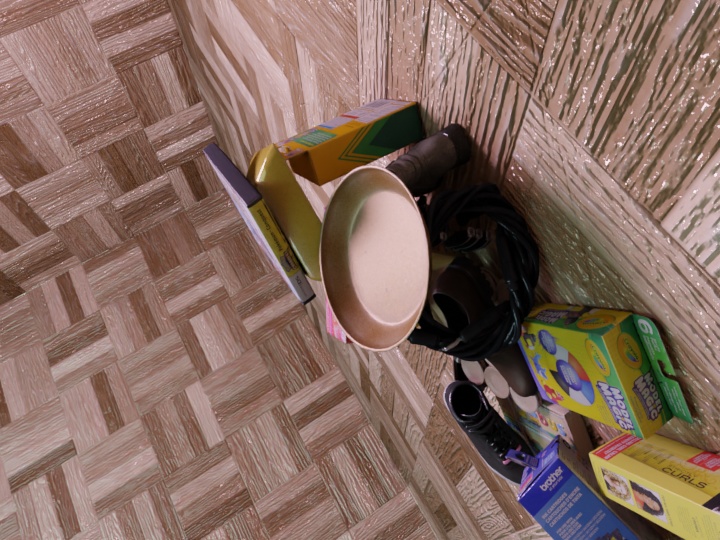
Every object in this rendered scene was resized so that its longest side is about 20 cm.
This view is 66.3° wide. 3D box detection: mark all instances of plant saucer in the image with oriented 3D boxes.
[{"bbox_3d":[0.020,-0.013,0.626,0.197,0.035,0.209,8,100,52],"label":"plant saucer"},{"bbox_3d":[-0.100,-0.069,0.775,0.204,0.048,0.199,60,170,-16],"label":"plant saucer"}]

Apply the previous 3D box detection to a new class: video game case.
[{"bbox_3d":[-0.145,-0.068,0.782,0.200,0.025,0.183,46,165,47],"label":"video game case"}]

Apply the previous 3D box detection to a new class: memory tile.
[{"bbox_3d":[0.185,0.090,0.775,0.152,0.016,0.206,20,129,55],"label":"memory tile"}]

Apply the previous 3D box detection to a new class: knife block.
[{"bbox_3d":[0.116,-0.045,0.756,0.170,0.067,0.198,2,170,30],"label":"knife block"}]

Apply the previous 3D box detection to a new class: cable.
[{"bbox_3d":[0.126,0.004,0.628,0.158,0.206,0.051,20,-169,4],"label":"cable"}]

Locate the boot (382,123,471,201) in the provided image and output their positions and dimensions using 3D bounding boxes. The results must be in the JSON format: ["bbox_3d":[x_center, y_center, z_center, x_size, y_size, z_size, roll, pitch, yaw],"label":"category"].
[{"bbox_3d":[0.052,-0.122,0.723,0.069,0.128,0.200,61,167,-1],"label":"boot"}]

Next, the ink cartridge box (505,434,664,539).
[{"bbox_3d":[0.261,0.280,0.651,0.200,0.077,0.136,47,-169,19],"label":"ink cartridge box"}]

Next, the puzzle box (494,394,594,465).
[{"bbox_3d":[0.269,0.231,0.813,0.137,0.025,0.199,66,167,-10],"label":"puzzle box"}]

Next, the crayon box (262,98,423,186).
[{"bbox_3d":[-0.027,-0.176,0.764,0.125,0.195,0.053,36,149,60],"label":"crayon box"}]

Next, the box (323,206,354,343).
[{"bbox_3d":[0.000,0.000,0.858,0.102,0.091,0.208,-169,77,-69],"label":"box"}]

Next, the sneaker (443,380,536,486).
[{"bbox_3d":[0.197,0.248,0.836,0.200,0.071,0.099,47,178,20],"label":"sneaker"}]

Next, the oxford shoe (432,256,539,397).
[{"bbox_3d":[0.156,0.090,0.707,0.202,0.084,0.072,52,149,-2],"label":"oxford shoe"}]

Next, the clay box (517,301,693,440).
[{"bbox_3d":[0.247,0.101,0.594,0.118,0.047,0.199,64,168,-7],"label":"clay box"}]

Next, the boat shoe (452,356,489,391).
[{"bbox_3d":[0.176,0.133,0.897,0.072,0.058,0.204,49,161,43],"label":"boat shoe"}]

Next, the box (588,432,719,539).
[{"bbox_3d":[0.307,0.205,0.509,0.200,0.073,0.052,173,76,-77],"label":"box"}]
